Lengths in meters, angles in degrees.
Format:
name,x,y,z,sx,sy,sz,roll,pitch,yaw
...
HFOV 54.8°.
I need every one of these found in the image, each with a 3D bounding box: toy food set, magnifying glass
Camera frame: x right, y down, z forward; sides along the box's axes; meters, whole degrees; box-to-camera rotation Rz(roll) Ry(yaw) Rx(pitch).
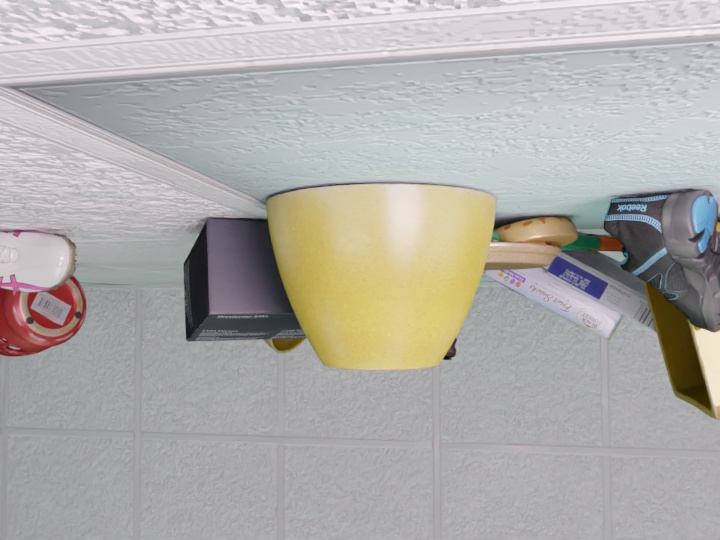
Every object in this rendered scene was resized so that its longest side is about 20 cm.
name,x,y,z,sx,sy,sz,roll,pitch,yaw
toy food set,0.123,-0.028,0.775,0.197,0.049,0.200,1,178,-10
magnifying glass,0.293,-0.037,0.917,0.200,0.022,0.080,3,177,-21

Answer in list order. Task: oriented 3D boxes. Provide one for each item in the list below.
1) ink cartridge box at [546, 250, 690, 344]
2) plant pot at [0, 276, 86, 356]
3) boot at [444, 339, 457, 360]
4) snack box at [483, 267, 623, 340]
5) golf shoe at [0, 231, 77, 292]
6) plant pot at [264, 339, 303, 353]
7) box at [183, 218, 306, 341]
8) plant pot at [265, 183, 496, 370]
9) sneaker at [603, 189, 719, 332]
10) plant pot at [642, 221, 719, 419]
name,x,y,z,sx,sy,sz,roll,pitch,yaw
ink cartridge box,0.383,0.030,0.989,0.196,0.043,0.200,32,-163,26
plant pot,-0.712,0.080,1.508,0.182,0.201,0.200,-13,170,36
boot,0.131,0.051,1.077,0.069,0.175,0.200,-2,177,30
snack box,0.289,0.032,1.049,0.200,0.053,0.142,29,-173,13
golf shoe,-0.431,-0.011,0.832,0.200,0.073,0.092,-1,176,24
plant pot,-0.204,0.081,1.706,0.142,0.200,0.200,28,-170,25
box,-0.093,0.017,0.811,0.200,0.104,0.182,1,167,-22
plant pot,0.019,0.011,0.604,0.200,0.142,0.200,-1,177,0
sneaker,0.282,-0.010,0.618,0.082,0.073,0.200,9,155,41
plant pot,0.438,0.034,0.756,0.200,0.195,0.195,-14,174,13
